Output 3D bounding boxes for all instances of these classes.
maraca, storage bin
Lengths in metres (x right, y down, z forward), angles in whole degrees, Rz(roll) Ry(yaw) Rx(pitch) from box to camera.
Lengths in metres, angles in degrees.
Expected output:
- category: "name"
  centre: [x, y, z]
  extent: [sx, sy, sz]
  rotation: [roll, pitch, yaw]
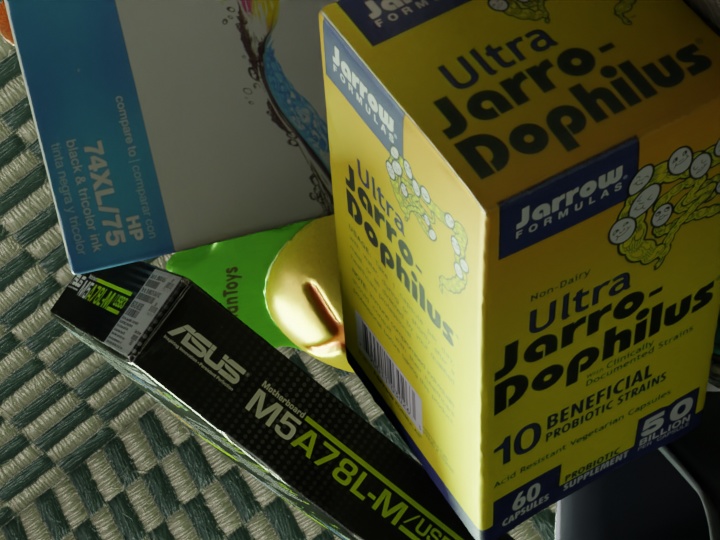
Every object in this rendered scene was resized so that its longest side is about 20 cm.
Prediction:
- category: "maraca"
  centre: [0.000, 0.000, 1.008]
  extent: [0.138, 0.198, 0.107]
  rotation: [91, 167, -44]
- category: "storage bin"
  centre: [0.176, 0.128, 0.851]
  extent: [0.200, 0.133, 0.147]
  rotation: [-124, 33, -71]

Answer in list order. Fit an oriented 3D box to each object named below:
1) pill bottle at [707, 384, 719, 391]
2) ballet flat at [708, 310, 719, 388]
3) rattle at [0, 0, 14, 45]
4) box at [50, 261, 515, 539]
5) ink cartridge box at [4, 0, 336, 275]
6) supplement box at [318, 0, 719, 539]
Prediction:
- category: "pill bottle"
  centre: [0.192, 0.104, 1.065]
  extent: [0.113, 0.112, 0.200]
  rotation: [53, -179, 42]
- category: "ballet flat"
  centre: [0.129, -0.013, 0.837]
  extent: [0.072, 0.072, 0.201]
  rotation: [51, -177, -44]
- category: "rattle"
  centre: [-0.056, -0.121, 0.971]
  extent: [0.199, 0.142, 0.131]
  rotation: [23, -116, -39]
- category: "box"
  centre: [-0.036, 0.069, 0.861]
  extent: [0.193, 0.048, 0.200]
  rotation: [37, 173, -16]
- category: "ink cartridge box"
  centre: [-0.042, -0.098, 0.860]
  extent: [0.147, 0.198, 0.147]
  rotation: [-121, 18, -82]
- category: "supplement box"
  centre: [0.061, -0.013, 0.720]
  extent: [0.110, 0.108, 0.201]
  rotation: [52, 160, 34]
